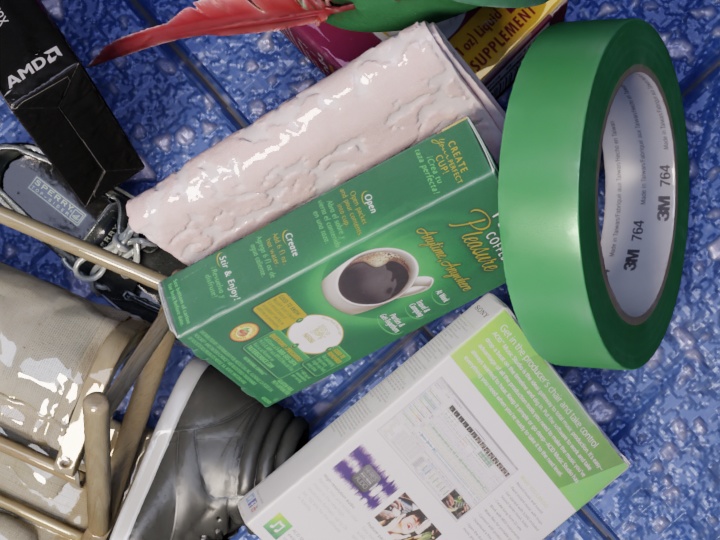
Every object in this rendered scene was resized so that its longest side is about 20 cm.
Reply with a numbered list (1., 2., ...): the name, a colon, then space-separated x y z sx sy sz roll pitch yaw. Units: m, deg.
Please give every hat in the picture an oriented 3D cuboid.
1. hat: -0.009 -0.144 0.856 0.200 0.166 0.176 42 128 18

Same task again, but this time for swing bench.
1. swing bench: -0.228 0.070 0.900 0.199 0.130 0.200 23 130 4

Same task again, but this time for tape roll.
1. tape roll: 0.139 -0.044 0.861 0.048 0.200 0.201 3 85 29

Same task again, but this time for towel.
1. towel: -0.004 -0.041 0.866 0.200 0.191 0.032 -31 55 14

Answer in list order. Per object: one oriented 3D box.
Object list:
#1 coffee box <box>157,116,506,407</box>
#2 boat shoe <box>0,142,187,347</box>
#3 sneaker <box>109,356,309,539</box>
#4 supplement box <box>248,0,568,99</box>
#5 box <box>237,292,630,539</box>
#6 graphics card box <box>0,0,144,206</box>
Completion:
1. coffee box: 0.000 0.000 0.858 0.200 0.123 0.044 -28 58 10
2. boat shoe: -0.153 -0.019 0.945 0.199 0.068 0.074 40 89 6
3. sneaker: -0.094 0.162 0.923 0.099 0.071 0.200 19 82 10
4. supplement box: 0.014 -0.180 0.930 0.200 0.103 0.131 44 90 7
5. box: 0.047 0.129 0.904 0.200 0.036 0.144 -39 113 0
6. graphics card box: -0.212 -0.146 0.902 0.051 0.126 0.200 -32 63 -5
